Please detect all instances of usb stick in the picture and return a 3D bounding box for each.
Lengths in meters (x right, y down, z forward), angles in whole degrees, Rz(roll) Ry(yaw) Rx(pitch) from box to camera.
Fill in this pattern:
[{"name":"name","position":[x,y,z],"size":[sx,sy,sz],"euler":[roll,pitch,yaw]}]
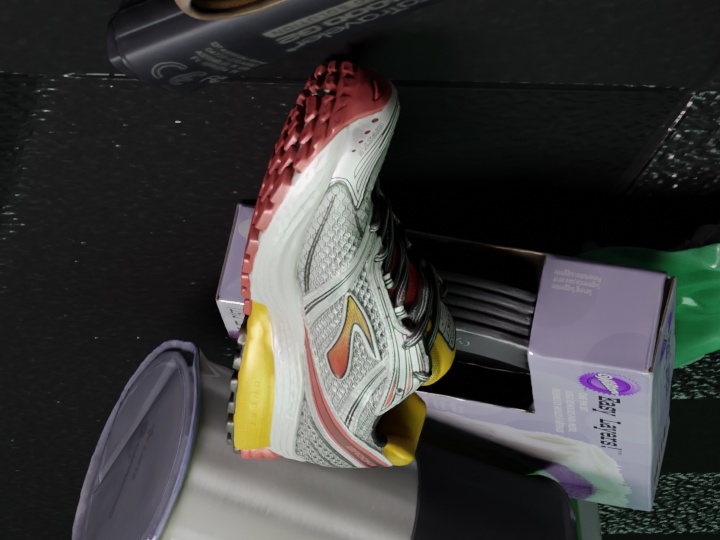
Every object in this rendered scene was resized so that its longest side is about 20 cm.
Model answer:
[{"name":"usb stick","position":[0.005,-0.101,0.955],"size":[0.200,0.033,0.055],"euler":[-18,163,31]}]

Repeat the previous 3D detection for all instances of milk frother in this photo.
[{"name":"milk frother","position":[-0.010,0.146,1.197],"size":[0.188,0.181,0.200],"euler":[21,176,-21]}]

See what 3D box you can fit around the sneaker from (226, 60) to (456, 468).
[{"name":"sneaker","position":[0.000,0.000,1.093],"size":[0.082,0.078,0.200],"euler":[12,140,5]}]

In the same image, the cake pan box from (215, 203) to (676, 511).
[{"name":"cake pan box","position":[0.041,0.038,1.241],"size":[0.184,0.052,0.200],"euler":[8,159,7]}]

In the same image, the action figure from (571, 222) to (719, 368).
[{"name":"action figure","position":[0.184,-0.013,1.197],"size":[0.200,0.055,0.118],"euler":[-17,155,40]}]

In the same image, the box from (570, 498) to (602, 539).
[{"name":"box","position":[0.015,0.169,1.435],"size":[0.171,0.199,0.200],"euler":[1,157,-15]}]

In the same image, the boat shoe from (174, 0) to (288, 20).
[{"name":"boat shoe","position":[0.033,-0.117,0.855],"size":[0.202,0.075,0.075],"euler":[-13,158,21]}]
